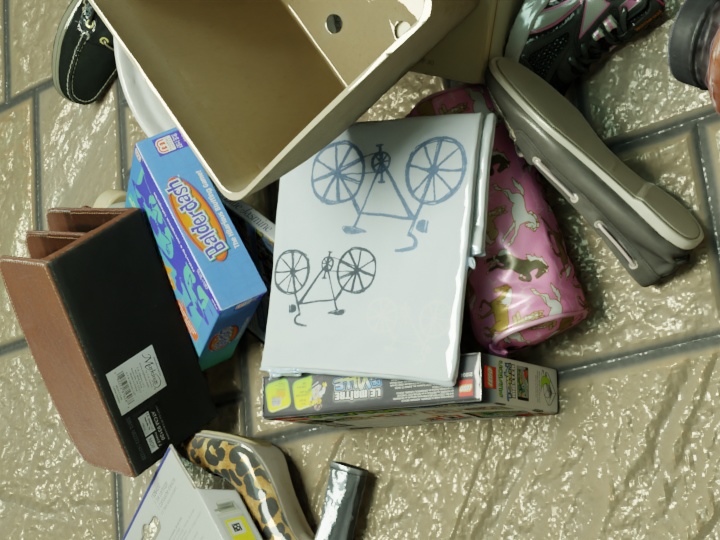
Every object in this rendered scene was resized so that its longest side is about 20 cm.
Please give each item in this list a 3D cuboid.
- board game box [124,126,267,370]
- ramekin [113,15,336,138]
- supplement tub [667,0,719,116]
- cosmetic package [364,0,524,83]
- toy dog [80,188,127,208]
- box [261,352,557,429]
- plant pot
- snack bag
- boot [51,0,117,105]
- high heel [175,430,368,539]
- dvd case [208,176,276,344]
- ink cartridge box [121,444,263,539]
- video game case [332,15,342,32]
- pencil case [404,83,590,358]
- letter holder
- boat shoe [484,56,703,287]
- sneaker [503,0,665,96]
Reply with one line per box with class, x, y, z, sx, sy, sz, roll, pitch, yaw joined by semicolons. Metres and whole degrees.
board game box;-0.145;-0.010;1.088;0.152;0.045;0.200;61;160;11
ramekin;-0.112;-0.195;1.128;0.200;0.105;0.201;14;112;38
supplement tub;0.299;-0.128;0.830;0.200;0.107;0.107;28;98;38
cosmetic package;0.074;-0.247;0.966;0.103;0.073;0.200;14;107;27
toy dog;-0.242;0.014;1.221;0.132;0.096;0.200;-7;76;36
box;0.035;0.094;0.982;0.200;0.110;0.035;-9;75;35
plant pot;-0.033;-0.195;0.892;0.200;0.177;0.200;-40;80;31
snack bag;0.010;-0.015;0.949;0.188;0.021;0.200;0;81;37
boot;-0.214;-0.232;1.270;0.154;0.073;0.204;37;105;34
high heel;-0.093;0.213;1.079;0.200;0.071;0.143;10;85;33
dvd case;-0.087;0.006;1.098;0.200;0.018;0.143;36;145;36
ink cartridge box;-0.131;0.278;1.077;0.200;0.047;0.198;59;136;31
video game case;0.015;-0.292;1.128;0.181;0.036;0.200;17;91;37
pencil case;0.097;-0.036;0.963;0.086;0.083;0.200;-31;74;33
letter holder;-0.231;0.056;1.100;0.142;0.101;0.200;4;120;43
boat shoe;0.153;-0.069;0.927;0.200;0.067;0.057;45;122;11
sneaker;0.177;-0.195;0.960;0.086;0.080;0.200;31;106;26
